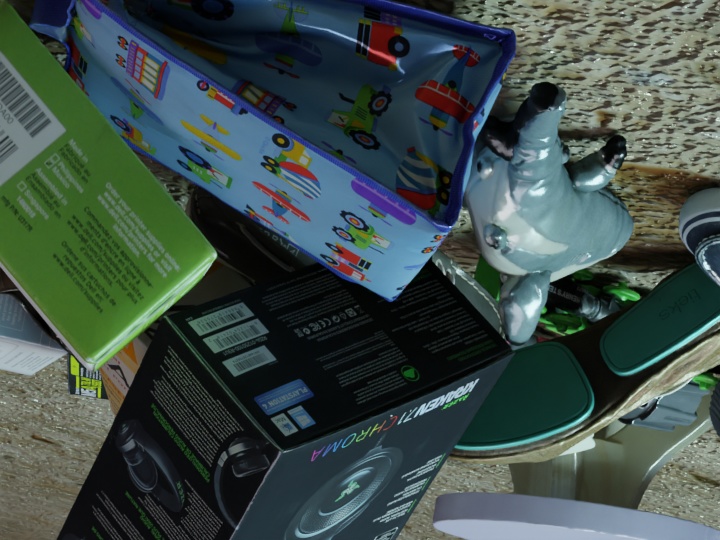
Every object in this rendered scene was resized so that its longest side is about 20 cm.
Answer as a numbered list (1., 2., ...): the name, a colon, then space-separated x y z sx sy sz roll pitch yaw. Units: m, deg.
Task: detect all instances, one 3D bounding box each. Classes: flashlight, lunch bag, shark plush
1. flashlight: 0.127 0.058 1.310 0.199 0.068 0.068 13 119 -27
2. lunch bag: -0.051 -0.074 0.919 0.199 0.095 0.151 21 165 -4
3. shark plush: 0.089 -0.050 1.010 0.083 0.091 0.200 -17 146 1

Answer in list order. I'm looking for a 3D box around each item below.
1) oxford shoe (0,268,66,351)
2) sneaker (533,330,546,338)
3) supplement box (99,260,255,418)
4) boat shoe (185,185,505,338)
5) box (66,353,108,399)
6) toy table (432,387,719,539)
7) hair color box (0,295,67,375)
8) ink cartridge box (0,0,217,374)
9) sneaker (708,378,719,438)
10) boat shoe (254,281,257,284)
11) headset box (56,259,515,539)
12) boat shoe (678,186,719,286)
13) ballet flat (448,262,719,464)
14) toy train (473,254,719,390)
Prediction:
1. oxford shoe: -0.157 0.016 1.269 0.072 0.085 0.199 -6 160 38
2. sneaker: 0.022 0.077 1.356 0.199 0.074 0.115 -11 -176 -29
3. supplement box: -0.091 0.071 1.217 0.126 0.073 0.201 41 156 31
4. boat shoe: 0.000 0.000 1.131 0.199 0.067 0.057 26 157 -16
5. box: -0.110 0.065 1.481 0.191 0.048 0.200 12 165 -4
6. toy table: 0.154 0.132 1.446 0.198 0.118 0.184 6 164 9
7. hair color box: -0.290 0.012 1.362 0.199 0.061 0.099 14 163 -21
8. ink cartridge box: -0.146 -0.031 0.990 0.148 0.076 0.200 50 172 -1
9. sneaker: 0.265 0.044 1.212 0.082 0.070 0.200 -28 163 -22
10. boat shoe: -0.033 0.029 1.265 0.066 0.057 0.200 10 164 -6
11. headset box: -0.044 0.099 1.063 0.173 0.093 0.201 -19 148 -45
12. boat shoe: 0.240 0.038 1.057 0.199 0.091 0.071 28 149 -12
13. ballet flat: 0.136 0.062 1.181 0.199 0.068 0.072 -31 143 8
14. toy train: 0.144 0.029 1.239 0.199 0.042 0.056 22 169 -39
